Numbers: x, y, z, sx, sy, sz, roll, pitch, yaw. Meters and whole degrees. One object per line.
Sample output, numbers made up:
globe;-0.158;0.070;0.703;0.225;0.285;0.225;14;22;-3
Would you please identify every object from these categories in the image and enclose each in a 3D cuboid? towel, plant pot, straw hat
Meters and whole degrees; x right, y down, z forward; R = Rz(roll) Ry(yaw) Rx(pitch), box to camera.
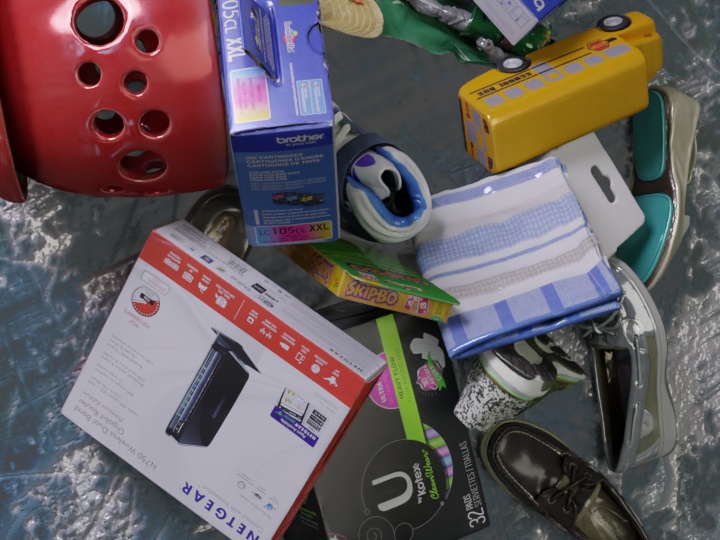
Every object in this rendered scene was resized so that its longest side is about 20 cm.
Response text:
towel;0.119;-0.015;1.144;0.146;0.200;0.024;-18;127;4
plant pot;-0.200;-0.148;1.050;0.182;0.200;0.201;-9;95;-7
straw hat;-0.079;-0.212;1.141;0.201;0.201;0.085;27;116;-22

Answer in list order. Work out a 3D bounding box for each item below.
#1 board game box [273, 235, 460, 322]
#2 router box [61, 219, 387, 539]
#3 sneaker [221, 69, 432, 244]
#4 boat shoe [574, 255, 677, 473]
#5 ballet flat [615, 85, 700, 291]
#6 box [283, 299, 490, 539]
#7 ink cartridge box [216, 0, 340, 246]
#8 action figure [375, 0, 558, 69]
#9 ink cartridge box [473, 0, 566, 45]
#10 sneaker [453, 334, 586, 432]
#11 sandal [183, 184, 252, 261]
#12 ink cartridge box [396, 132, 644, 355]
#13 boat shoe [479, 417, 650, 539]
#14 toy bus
board game box;0.000;0.000;1.140;0.095;0.200;0.030;14;96;-23
router box;-0.107;0.091;1.086;0.200;0.049;0.180;34;112;10
sneaker;-0.019;-0.105;1.156;0.081;0.146;0.200;-44;108;-16
boat shoe;0.241;0.087;1.317;0.065;0.074;0.203;-20;106;-26
ballet flat;0.287;-0.073;1.339;0.069;0.069;0.201;9;88;-23
box;-0.001;0.134;1.186;0.148;0.124;0.201;-18;100;-22
ink cartridge box;-0.058;-0.123;1.016;0.076;0.200;0.137;-6;64;-4
action figure;0.111;-0.224;1.263;0.199;0.055;0.119;24;79;-26
ink cartridge box;0.101;-0.298;1.216;0.200;0.044;0.094;48;55;-1
sneaker;0.123;0.092;1.177;0.089;0.200;0.077;-47;72;15
sandal;-0.135;0.023;1.159;0.082;0.055;0.201;32;82;-21
ink cartridge box;0.146;-0.029;1.273;0.200;0.068;0.116;-39;107;-17
boat shoe;0.197;0.204;1.304;0.200;0.065;0.073;36;79;-19
toy bus;0.182;-0.159;1.247;0.199;0.078;0.065;-24;127;-16
